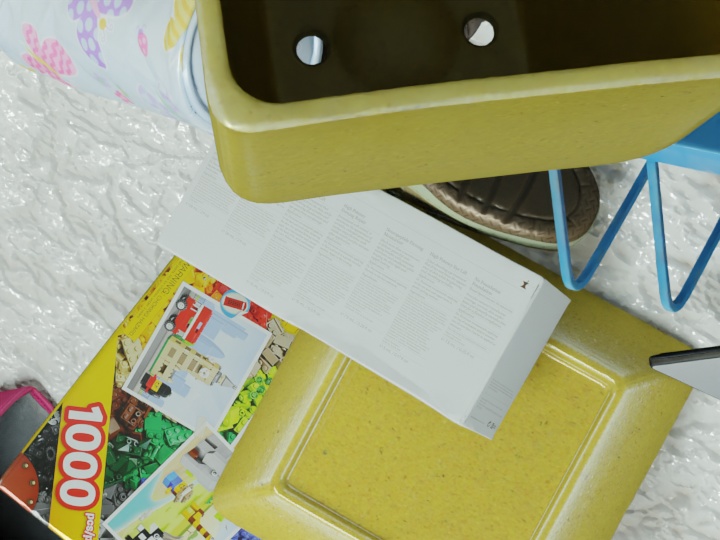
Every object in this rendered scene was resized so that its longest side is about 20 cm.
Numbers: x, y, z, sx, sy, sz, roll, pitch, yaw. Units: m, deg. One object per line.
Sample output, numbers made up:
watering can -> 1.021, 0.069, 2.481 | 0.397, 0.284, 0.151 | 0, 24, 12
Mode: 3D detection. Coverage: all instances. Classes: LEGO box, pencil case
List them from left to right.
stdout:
pencil case -> -0.107, -0.123, 1.138 | 0.199, 0.083, 0.091 | 20, 149, 50
LEGO box -> -0.079, 0.081, 1.276 | 0.149, 0.200, 0.077 | 38, -178, -3

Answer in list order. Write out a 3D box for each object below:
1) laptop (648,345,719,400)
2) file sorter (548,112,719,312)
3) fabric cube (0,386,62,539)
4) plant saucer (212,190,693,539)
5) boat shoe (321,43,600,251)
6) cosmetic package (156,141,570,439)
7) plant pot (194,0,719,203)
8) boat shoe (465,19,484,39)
laptop -> 0.267, 0.110, 1.111 | 0.186, 0.117, 0.199 | -10, 156, 41
file sorter -> 0.194, -0.050, 0.998 | 0.199, 0.139, 0.123 | 13, 140, 25
fabric cube -> -0.275, 0.219, 1.556 | 0.199, 0.197, 0.200 | -12, 123, 44
plant saucer -> 0.046, 0.085, 1.200 | 0.199, 0.201, 0.048 | 28, -178, 7
boat shoe -> 0.031, -0.063, 1.166 | 0.199, 0.072, 0.076 | 32, 156, 16
cosmetic package -> 0.000, 0.000, 1.159 | 0.199, 0.083, 0.051 | 30, -179, 27
plant pot -> 0.025, -0.122, 0.866 | 0.194, 0.196, 0.200 | -7, 165, -7
boat shoe -> -0.026, -0.169, 1.096 | 0.199, 0.060, 0.072 | 33, 141, 4
